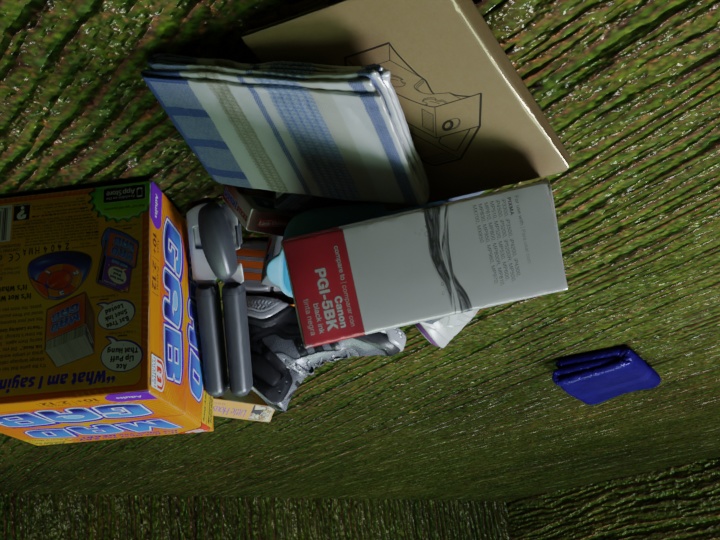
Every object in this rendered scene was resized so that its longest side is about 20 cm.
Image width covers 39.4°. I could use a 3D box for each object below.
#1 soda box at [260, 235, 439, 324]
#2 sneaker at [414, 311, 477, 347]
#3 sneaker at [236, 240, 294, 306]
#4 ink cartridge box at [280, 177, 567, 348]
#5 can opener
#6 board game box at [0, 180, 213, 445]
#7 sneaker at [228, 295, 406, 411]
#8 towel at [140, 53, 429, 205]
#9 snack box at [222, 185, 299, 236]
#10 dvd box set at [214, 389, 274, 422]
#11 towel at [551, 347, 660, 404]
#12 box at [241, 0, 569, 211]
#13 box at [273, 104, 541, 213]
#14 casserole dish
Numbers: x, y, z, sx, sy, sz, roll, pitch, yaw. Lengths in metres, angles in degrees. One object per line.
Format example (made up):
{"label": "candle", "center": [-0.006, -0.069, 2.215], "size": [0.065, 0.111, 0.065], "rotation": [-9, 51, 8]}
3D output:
{"label": "soda box", "center": [0.000, 0.000, 1.051], "size": [0.197, 0.064, 0.068], "rotation": [13, 164, -11]}
{"label": "sneaker", "center": [0.088, 0.015, 1.198], "size": [0.099, 0.075, 0.200], "rotation": [-37, 147, 2]}
{"label": "sneaker", "center": [-0.053, 0.011, 1.138], "size": [0.197, 0.079, 0.112], "rotation": [10, 165, 0]}
{"label": "ink cartridge box", "center": [0.047, -0.006, 0.780], "size": [0.197, 0.084, 0.147], "rotation": [-13, -178, 2]}
{"label": "can opener", "center": [-0.143, 0.032, 0.996], "size": [0.053, 0.203, 0.067], "rotation": [-2, -168, 8]}
{"label": "board game box", "center": [-0.268, 0.052, 1.000], "size": [0.197, 0.202, 0.200], "rotation": [-6, 161, 7]}
{"label": "sneaker", "center": [-0.054, 0.098, 1.083], "size": [0.197, 0.115, 0.076], "rotation": [9, 164, 3]}
{"label": "towel", "center": [-0.052, -0.104, 0.749], "size": [0.198, 0.024, 0.147], "rotation": [8, 150, 25]}
{"label": "snack box", "center": [-0.032, -0.048, 0.972], "size": [0.198, 0.072, 0.025], "rotation": [9, 113, -32]}
{"label": "dvd box set", "center": [-0.236, 0.160, 1.439], "size": [0.199, 0.030, 0.146], "rotation": [16, -165, -43]}
{"label": "towel", "center": [0.421, 0.177, 1.725], "size": [0.146, 0.050, 0.200], "rotation": [-21, 155, 22]}
{"label": "box", "center": [0.036, -0.123, 0.717], "size": [0.162, 0.021, 0.200], "rotation": [-9, 139, 35]}
{"label": "box", "center": [0.038, -0.097, 0.871], "size": [0.156, 0.052, 0.199], "rotation": [9, 156, -34]}
{"label": "casserole dish", "center": [0.012, -0.021, 0.916], "size": [0.197, 0.039, 0.122], "rotation": [-4, 151, -7]}
